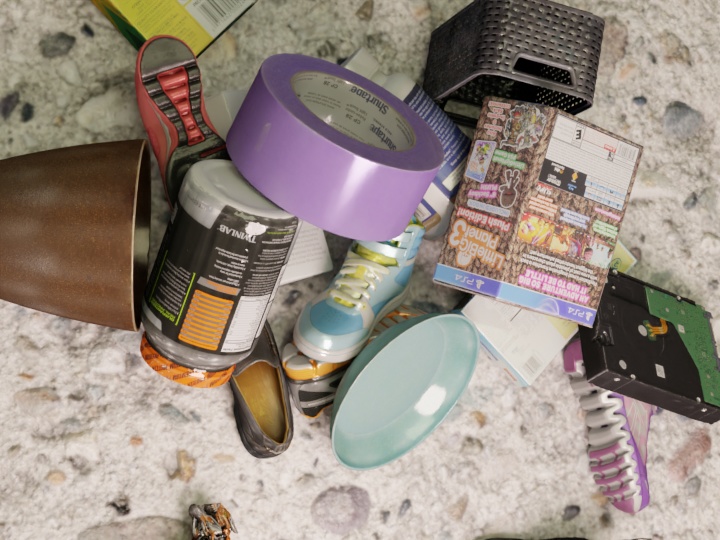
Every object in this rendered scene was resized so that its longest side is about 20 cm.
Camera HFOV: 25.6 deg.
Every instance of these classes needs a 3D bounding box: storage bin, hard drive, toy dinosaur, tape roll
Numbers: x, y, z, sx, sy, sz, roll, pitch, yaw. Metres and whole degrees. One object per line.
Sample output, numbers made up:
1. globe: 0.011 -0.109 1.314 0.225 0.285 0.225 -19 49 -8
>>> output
1. storage bin: 0.158 -0.216 1.691 0.134 0.200 0.094 13 80 -17
2. hard drive: 0.319 0.081 1.742 0.199 0.038 0.140 18 52 -33
3. toy dinosaur: -0.164 0.334 1.573 0.135 0.102 0.201 6 59 -34
4. tape roll: -0.024 -0.121 1.540 0.199 0.200 0.085 24 116 -15

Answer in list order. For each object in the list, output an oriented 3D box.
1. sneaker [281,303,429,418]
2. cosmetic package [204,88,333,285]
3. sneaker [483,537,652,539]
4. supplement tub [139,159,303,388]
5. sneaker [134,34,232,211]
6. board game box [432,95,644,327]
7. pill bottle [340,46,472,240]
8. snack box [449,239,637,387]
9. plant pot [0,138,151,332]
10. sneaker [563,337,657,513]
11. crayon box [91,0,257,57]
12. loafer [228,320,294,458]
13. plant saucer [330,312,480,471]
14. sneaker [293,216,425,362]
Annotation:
1. sneaker: 0.004 0.092 1.673 0.199 0.078 0.078 -18 121 -28
2. cosmetic package: -0.108 -0.081 1.631 0.101 0.071 0.201 -13 86 -56
3. sneaker: 0.203 0.312 1.689 0.198 0.104 0.060 -3 84 -19
4. supplement tub: -0.139 0.005 1.532 0.122 0.123 0.201 16 115 -16
5. sneaker: -0.177 -0.137 1.578 0.073 0.087 0.201 -17 104 -17
6. board game box: 0.185 -0.060 1.644 0.159 0.097 0.201 16 90 -43
7. pill bottle: 0.042 -0.138 1.690 0.200 0.111 0.111 45 72 -9
8. snack box: 0.205 0.018 1.764 0.116 0.037 0.200 47 72 -9
9. plant pot: -0.310 -0.038 1.537 0.199 0.187 0.188 3 82 -3
10. sneaker: 0.295 0.166 1.758 0.088 0.080 0.201 -11 86 -27
11. crayon box: -0.220 -0.312 1.654 0.200 0.051 0.127 48 71 -8
12. loafer: -0.110 0.093 1.628 0.072 0.072 0.201 -21 89 -19
13. plant saucer: 0.039 0.118 1.641 0.200 0.201 0.036 -36 54 -20
14. sneaker: 0.000 0.000 1.611 0.079 0.131 0.200 24 35 13
